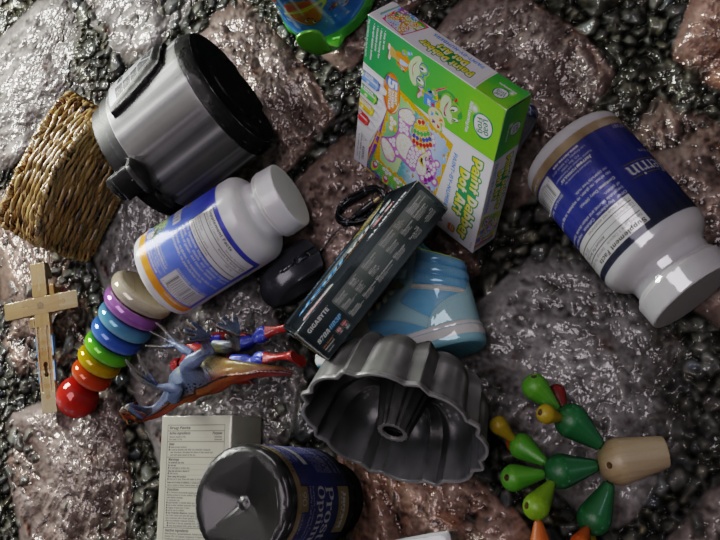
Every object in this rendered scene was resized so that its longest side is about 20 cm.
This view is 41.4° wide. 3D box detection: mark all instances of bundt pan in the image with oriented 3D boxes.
[{"bbox_3d":[0.043,0.135,0.978,0.199,0.203,0.076,2,49,25],"label":"bundt pan"}]

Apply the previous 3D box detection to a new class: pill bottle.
[{"bbox_3d":[-0.075,0.240,0.994,0.110,0.200,0.113,-5,77,24],"label":"pill bottle"},{"bbox_3d":[0.266,-0.050,0.944,0.115,0.116,0.201,-40,66,12],"label":"pill bottle"},{"bbox_3d":[-0.164,-0.041,1.146,0.199,0.112,0.113,-31,68,16],"label":"pill bottle"}]

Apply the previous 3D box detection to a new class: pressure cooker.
[{"bbox_3d":[-0.229,-0.166,1.168,0.199,0.176,0.180,-34,69,16],"label":"pressure cooker"}]

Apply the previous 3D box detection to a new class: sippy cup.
[{"bbox_3d":[-0.065,-0.364,1.158,0.140,0.130,0.178,-46,64,9],"label":"sippy cup"}]

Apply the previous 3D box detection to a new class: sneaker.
[{"bbox_3d":[0.038,0.041,1.056,0.198,0.079,0.132,-13,70,20],"label":"sneaker"}]

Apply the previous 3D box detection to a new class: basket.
[{"bbox_3d":[-0.405,-0.136,1.262,0.148,0.142,0.202,29,92,26],"label":"basket"}]

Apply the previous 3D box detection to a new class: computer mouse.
[{"bbox_3d":[-0.047,-0.031,1.132,0.200,0.034,0.059,-45,64,10],"label":"computer mouse"}]

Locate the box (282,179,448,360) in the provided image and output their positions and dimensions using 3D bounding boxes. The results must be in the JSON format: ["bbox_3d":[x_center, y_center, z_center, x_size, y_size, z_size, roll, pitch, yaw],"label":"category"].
[{"bbox_3d":[0.000,0.000,1.017,0.046,0.159,0.201,39,84,-7],"label":"box"}]

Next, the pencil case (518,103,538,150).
[{"bbox_3d":[0.101,-0.197,1.066,0.200,0.090,0.084,42,110,27],"label":"pencil case"}]

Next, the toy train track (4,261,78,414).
[{"bbox_3d":[-0.419,0.091,1.286,0.113,0.033,0.203,-10,80,16],"label":"toy train track"}]

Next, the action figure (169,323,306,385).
[{"bbox_3d":[-0.152,0.103,1.146,0.198,0.052,0.066,-10,69,28],"label":"action figure"}]

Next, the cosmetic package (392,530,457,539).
[{"bbox_3d":[0.004,0.317,0.970,0.197,0.101,0.072,-12,73,7],"label":"cosmetic package"}]

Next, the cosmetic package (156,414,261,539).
[{"bbox_3d":[-0.176,0.271,1.106,0.102,0.073,0.203,-4,77,25],"label":"cosmetic package"}]

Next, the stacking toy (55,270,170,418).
[{"bbox_3d":[-0.325,0.101,1.216,0.085,0.085,0.201,42,104,26],"label":"stacking toy"}]

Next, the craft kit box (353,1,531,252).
[{"bbox_3d":[0.079,-0.150,1.021,0.197,0.201,0.048,38,55,26],"label":"craft kit box"}]

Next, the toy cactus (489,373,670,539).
[{"bbox_3d":[0.219,0.199,0.939,0.163,0.102,0.203,-11,71,3],"label":"toy cactus"}]

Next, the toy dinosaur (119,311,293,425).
[{"bbox_3d":[-0.203,0.134,1.098,0.199,0.105,0.183,38,123,18],"label":"toy dinosaur"}]
